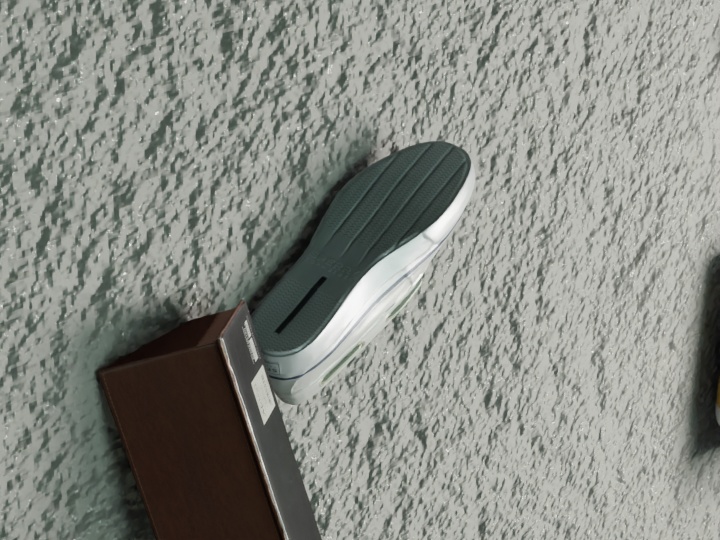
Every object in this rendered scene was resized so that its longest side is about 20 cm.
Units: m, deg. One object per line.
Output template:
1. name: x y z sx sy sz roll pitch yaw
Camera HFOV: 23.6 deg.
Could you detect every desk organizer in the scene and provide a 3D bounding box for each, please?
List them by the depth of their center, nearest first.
1. desk organizer: -0.080 0.129 1.013 0.072 0.077 0.200 -66 141 -72

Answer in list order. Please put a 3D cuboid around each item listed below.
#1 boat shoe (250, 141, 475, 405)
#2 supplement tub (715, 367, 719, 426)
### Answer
1. boat shoe: 0.000 0.000 1.096 0.200 0.073 0.067 -44 148 -22
2. supplement tub: 0.398 0.085 1.558 0.145 0.144 0.200 -13 111 -50
